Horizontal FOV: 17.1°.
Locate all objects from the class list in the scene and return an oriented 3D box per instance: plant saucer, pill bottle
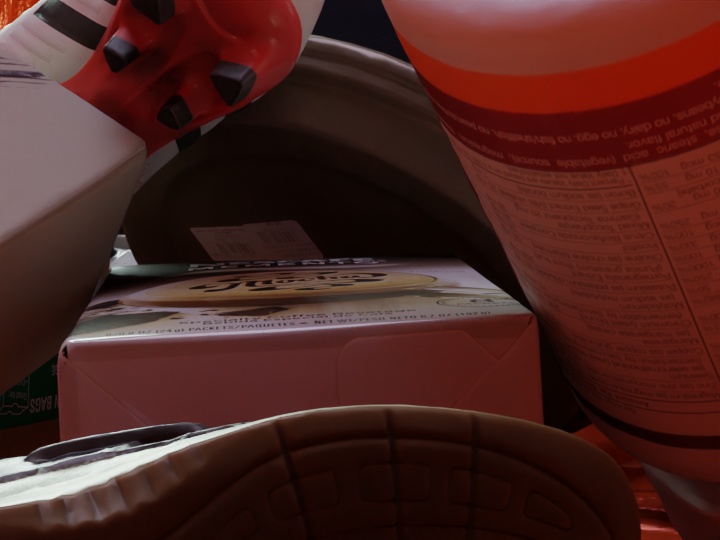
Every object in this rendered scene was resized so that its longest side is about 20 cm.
[{"bbox_3d":[0.000,0.000,0.802,0.200,0.200,0.029,1,49,38],"label":"plant saucer"},{"bbox_3d":[0.087,-0.020,0.569,0.109,0.200,0.110,-17,40,15],"label":"pill bottle"}]

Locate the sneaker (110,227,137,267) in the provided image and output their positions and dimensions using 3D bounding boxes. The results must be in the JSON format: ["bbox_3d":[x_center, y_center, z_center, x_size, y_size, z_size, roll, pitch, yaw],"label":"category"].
[{"bbox_3d":[-0.092,0.018,0.955,0.200,0.090,0.078,13,43,29],"label":"sneaker"}]

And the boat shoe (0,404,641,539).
[{"bbox_3d":[-0.043,0.061,0.476,0.201,0.072,0.066,-9,12,-23],"label":"boat shoe"}]

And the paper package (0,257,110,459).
[{"bbox_3d":[-0.208,0.024,0.840,0.190,0.104,0.200,2,5,25],"label":"paper package"}]

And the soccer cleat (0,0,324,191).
[{"bbox_3d":[-0.070,-0.064,0.730,0.200,0.069,0.085,-26,18,51],"label":"soccer cleat"}]

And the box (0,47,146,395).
[{"bbox_3d":[-0.143,0.013,0.623,0.068,0.082,0.200,33,33,11],"label":"box"}]

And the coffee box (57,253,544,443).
[{"bbox_3d":[-0.017,0.042,0.647,0.113,0.080,0.200,-3,5,-3],"label":"coffee box"}]

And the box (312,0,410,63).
[{"bbox_3d":[0.096,-0.038,1.015,0.200,0.104,0.182,1,-24,30],"label":"box"}]
